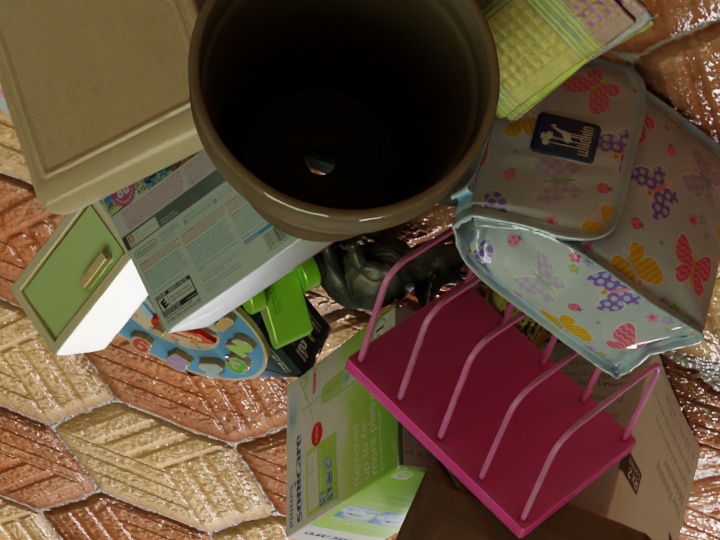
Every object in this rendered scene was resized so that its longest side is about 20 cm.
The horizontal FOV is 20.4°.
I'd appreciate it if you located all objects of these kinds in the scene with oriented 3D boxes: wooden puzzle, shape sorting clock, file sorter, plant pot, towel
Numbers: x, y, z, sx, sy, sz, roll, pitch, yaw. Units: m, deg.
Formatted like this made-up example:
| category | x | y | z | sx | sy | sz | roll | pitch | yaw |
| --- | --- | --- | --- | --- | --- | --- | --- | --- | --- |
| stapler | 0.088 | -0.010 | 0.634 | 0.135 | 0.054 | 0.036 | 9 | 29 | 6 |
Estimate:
| category | x | y | z | sx | sy | sz | roll | pitch | yaw |
| --- | --- | --- | --- | --- | --- | --- | --- | --- | --- |
| wooden puzzle | -0.189 | -0.164 | 1.466 | 0.184 | 0.037 | 0.202 | -23 | 88 | 28 |
| shape sorting clock | -0.171 | 0.039 | 1.756 | 0.198 | 0.039 | 0.201 | 20 | 149 | 12 |
| file sorter | 0.114 | 0.071 | 1.551 | 0.200 | 0.139 | 0.126 | 43 | 143 | 22 |
| plant pot | -0.020 | -0.101 | 1.339 | 0.198 | 0.201 | 0.174 | 22 | 161 | -1 |
| towel | 0.083 | -0.198 | 1.328 | 0.200 | 0.023 | 0.143 | 43 | 131 | -14 |

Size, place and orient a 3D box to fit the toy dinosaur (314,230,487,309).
| category | x | y | z | sx | sy | sz | roll | pitch | yaw |
| --- | --- | --- | --- | --- | --- | --- | --- | --- | --- |
| toy dinosaur | 0.000 | 0.000 | 1.702 | 0.198 | 0.077 | 0.103 | -9 | 123 | 32 |

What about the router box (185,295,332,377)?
| category | x | y | z | sx | sy | sz | roll | pitch | yaw |
| --- | --- | --- | --- | --- | --- | --- | --- | --- | --- |
| router box | -0.141 | 0.015 | 1.799 | 0.149 | 0.062 | 0.200 | -3 | 139 | 40 |

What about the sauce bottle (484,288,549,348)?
| category | x | y | z | sx | sy | sz | roll | pitch | yaw |
| --- | --- | --- | --- | --- | --- | --- | --- | --- | --- |
| sauce bottle | 0.143 | 0.012 | 1.648 | 0.064 | 0.065 | 0.201 | 21 | 145 | 0 |

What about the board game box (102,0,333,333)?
| category | x | y | z | sx | sy | sz | roll | pitch | yaw |
| --- | --- | --- | --- | --- | --- | --- | --- | --- | --- |
| board game box | -0.121 | -0.077 | 1.485 | 0.147 | 0.064 | 0.201 | -32 | 78 | 27 |

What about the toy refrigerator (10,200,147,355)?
| category | x | y | z | sx | sy | sz | roll | pitch | yaw |
| --- | --- | --- | --- | --- | --- | --- | --- | --- | --- |
| toy refrigerator | -0.199 | -0.025 | 1.635 | 0.200 | 0.070 | 0.076 | -48 | 67 | 28 |

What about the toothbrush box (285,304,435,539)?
| category | x | y | z | sx | sy | sz | roll | pitch | yaw |
| --- | --- | --- | --- | --- | --- | --- | --- | --- | --- |
| toothbrush box | 0.016 | 0.139 | 1.716 | 0.085 | 0.147 | 0.200 | 13 | 152 | -25 |

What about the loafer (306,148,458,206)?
| category | x | y | z | sx | sy | sz | roll | pitch | yaw |
| --- | --- | --- | --- | --- | --- | --- | --- | --- | --- |
| loafer | 0.020 | -0.086 | 1.577 | 0.198 | 0.073 | 0.073 | 15 | 151 | 12 |

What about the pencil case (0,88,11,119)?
| category | x | y | z | sx | sy | sz | roll | pitch | yaw |
| --- | --- | --- | --- | --- | --- | --- | --- | --- | --- |
| pencil case | -0.257 | -0.155 | 1.620 | 0.090 | 0.084 | 0.200 | -12 | 133 | 42 |

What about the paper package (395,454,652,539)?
| category | x | y | z | sx | sy | sz | roll | pitch | yaw |
| --- | --- | --- | --- | --- | --- | --- | --- | --- | --- |
| paper package | 0.113 | 0.260 | 1.614 | 0.189 | 0.104 | 0.201 | 22 | 147 | 3 |

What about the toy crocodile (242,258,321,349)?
| category | x | y | z | sx | sy | sz | roll | pitch | yaw |
| --- | --- | --- | --- | --- | --- | --- | --- | --- | --- |
| toy crocodile | -0.086 | -0.027 | 1.673 | 0.062 | 0.067 | 0.201 | 36 | 150 | 60 |

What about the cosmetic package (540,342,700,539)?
| category | x | y | z | sx | sy | sz | roll | pitch | yaw |
| --- | --- | --- | --- | --- | --- | --- | --- | --- | --- |
| cosmetic package | 0.182 | 0.189 | 1.752 | 0.164 | 0.201 | 0.165 | 0 | 142 | 29 |

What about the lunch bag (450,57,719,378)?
| category | x | y | z | sx | sy | sz | roll | pitch | yaw |
| --- | --- | --- | --- | --- | --- | --- | --- | --- | --- |
| lunch bag | 0.167 | -0.050 | 1.453 | 0.199 | 0.171 | 0.127 | 35 | 144 | -18 |
